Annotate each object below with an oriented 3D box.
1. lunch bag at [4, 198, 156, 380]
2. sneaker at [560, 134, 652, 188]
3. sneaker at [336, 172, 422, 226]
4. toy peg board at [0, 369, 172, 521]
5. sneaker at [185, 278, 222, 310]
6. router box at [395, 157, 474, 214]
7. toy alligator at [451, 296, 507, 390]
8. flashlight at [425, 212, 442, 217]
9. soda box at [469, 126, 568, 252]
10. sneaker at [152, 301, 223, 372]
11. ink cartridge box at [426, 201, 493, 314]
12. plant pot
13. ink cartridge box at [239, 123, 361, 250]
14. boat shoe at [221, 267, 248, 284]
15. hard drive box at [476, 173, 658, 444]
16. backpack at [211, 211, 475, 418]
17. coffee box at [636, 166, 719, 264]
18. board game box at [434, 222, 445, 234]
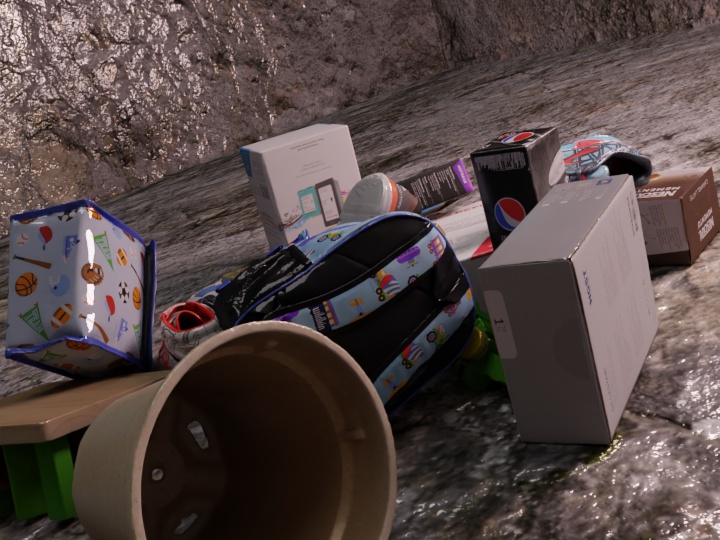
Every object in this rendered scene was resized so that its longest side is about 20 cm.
[{"bbox_3d":[-0.300,0.035,0.955,0.123,0.171,0.200,-9,-22,11],"label":"lunch bag"},{"bbox_3d":[0.230,-0.100,0.908,0.199,0.080,0.096,-21,24,-15],"label":"sneaker"},{"bbox_3d":[0.000,0.000,0.845,0.082,0.200,0.077,16,29,-38],"label":"sneaker"},{"bbox_3d":[-0.309,0.177,0.841,0.199,0.098,0.199,-8,4,26],"label":"toy peg board"},{"bbox_3d":[-0.164,0.036,1.016,0.077,0.076,0.200,-55,7,-10],"label":"sneaker"},{"bbox_3d":[0.058,-0.090,1.126,0.148,0.051,0.200,-22,0,-6],"label":"router box"},{"bbox_3d":[0.097,0.053,0.804,0.054,0.059,0.200,-46,40,20],"label":"toy alligator"},{"bbox_3d":[0.037,-0.020,1.121,0.199,0.068,0.068,-29,3,-26],"label":"flashlight"},{"bbox_3d":[0.173,-0.035,0.822,0.063,0.201,0.071,0,24,41],"label":"soda box"},{"bbox_3d":[-0.202,0.085,0.958,0.067,0.108,0.201,-26,19,-28],"label":"sneaker"},{"bbox_3d":[0.130,-0.011,0.986,0.143,0.084,0.200,-16,18,4],"label":"ink cartridge box"},{"bbox_3d":[-0.107,0.147,0.587,0.200,0.201,0.183,-31,11,-40],"label":"plant pot"},{"bbox_3d":[-0.082,-0.114,1.306,0.145,0.201,0.147,-20,17,-16],"label":"ink cartridge box"},{"bbox_3d":[-0.106,0.032,0.917,0.074,0.069,0.200,-1,4,12],"label":"boat shoe"},{"bbox_3d":[0.185,0.026,0.701,0.076,0.157,0.200,-6,20,33],"label":"hard drive box"},{"bbox_3d":[-0.008,0.039,0.736,0.200,0.183,0.134,-38,25,-10],"label":"backpack"},{"bbox_3d":[0.306,-0.062,0.984,0.199,0.080,0.114,-1,24,42],"label":"coffee box"},{"bbox_3d":[0.022,0.041,0.860,0.095,0.030,0.201,-6,54,35],"label":"board game box"}]
